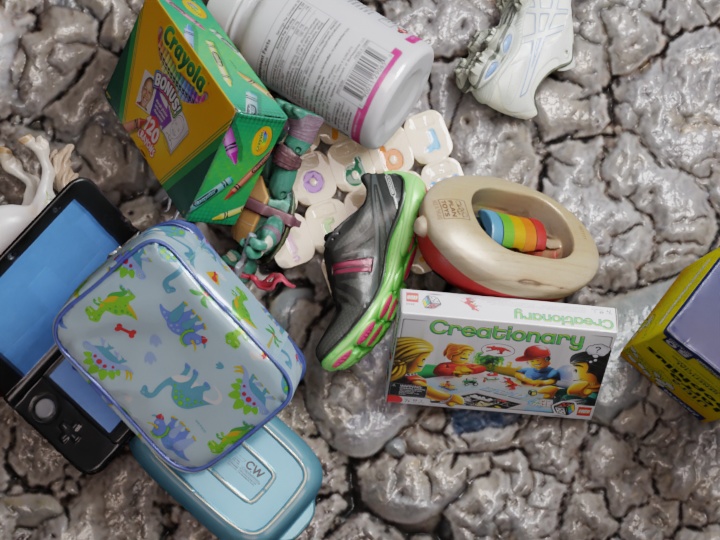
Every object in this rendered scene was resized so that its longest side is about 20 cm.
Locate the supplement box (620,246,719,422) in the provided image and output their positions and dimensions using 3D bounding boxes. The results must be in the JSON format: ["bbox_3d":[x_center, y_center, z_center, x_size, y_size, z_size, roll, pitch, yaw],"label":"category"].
[{"bbox_3d":[0.327,0.059,1.714,0.109,0.200,0.110,39,81,2],"label":"supplement box"}]

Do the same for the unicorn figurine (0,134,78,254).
[{"bbox_3d":[-0.342,-0.040,1.741,0.199,0.074,0.138,-20,95,-12],"label":"unicorn figurine"}]

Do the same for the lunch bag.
[{"bbox_3d":[-0.162,0.068,1.659,0.161,0.083,0.200,-40,99,19],"label":"lunch bag"}]

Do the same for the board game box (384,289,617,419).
[{"bbox_3d":[0.128,0.078,1.738,0.199,0.127,0.035,5,46,-3],"label":"board game box"}]

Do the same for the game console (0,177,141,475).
[{"bbox_3d":[-0.248,0.052,1.710,0.172,0.119,0.200,39,81,20],"label":"game console"}]

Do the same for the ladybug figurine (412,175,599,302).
[{"bbox_3d":[0.129,-0.022,1.750,0.199,0.072,0.136,12,44,-29],"label":"ladybug figurine"}]

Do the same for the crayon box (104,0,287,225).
[{"bbox_3d":[-0.151,-0.148,1.698,0.058,0.119,0.200,5,35,-38],"label":"crayon box"}]

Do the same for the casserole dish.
[{"bbox_3d":[-0.125,0.173,1.748,0.200,0.039,0.121,42,82,1],"label":"casserole dish"}]

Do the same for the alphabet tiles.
[{"bbox_3d":[-0.001,-0.078,1.803,0.199,0.015,0.197,-20,84,-7],"label":"alphabet tiles"}]

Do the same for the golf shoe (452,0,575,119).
[{"bbox_3d":[0.176,-0.239,1.821,0.097,0.078,0.201,33,86,-16],"label":"golf shoe"}]

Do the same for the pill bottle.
[{"bbox_3d":[-0.041,-0.210,1.761,0.199,0.113,0.114,33,81,12],"label":"pill bottle"}]

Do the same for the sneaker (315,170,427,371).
[{"bbox_3d":[0.000,0.000,1.758,0.083,0.077,0.201,18,77,16],"label":"sneaker"}]

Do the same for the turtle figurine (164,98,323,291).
[{"bbox_3d":[-0.103,-0.061,1.742,0.149,0.100,0.201,23,92,42],"label":"turtle figurine"}]
